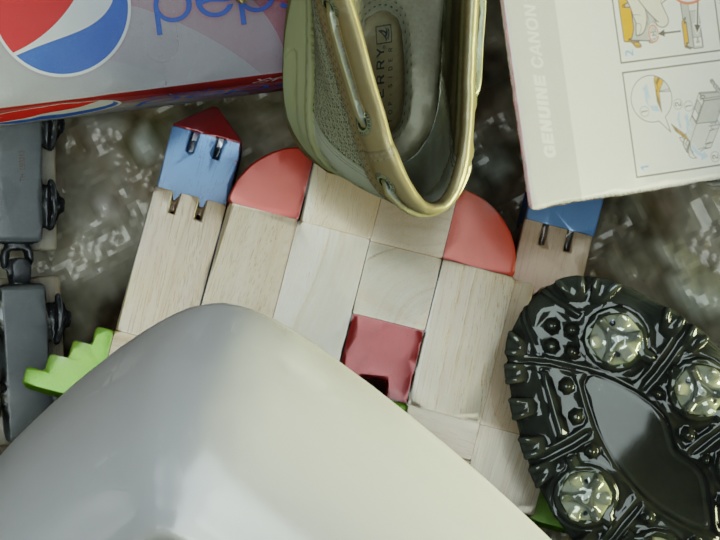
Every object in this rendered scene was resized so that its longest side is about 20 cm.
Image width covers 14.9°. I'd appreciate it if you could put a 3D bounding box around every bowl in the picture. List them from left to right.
[{"bbox_3d":[-0.039,0.127,0.893,0.200,0.075,0.200,41,127,-9],"label":"bowl"}]

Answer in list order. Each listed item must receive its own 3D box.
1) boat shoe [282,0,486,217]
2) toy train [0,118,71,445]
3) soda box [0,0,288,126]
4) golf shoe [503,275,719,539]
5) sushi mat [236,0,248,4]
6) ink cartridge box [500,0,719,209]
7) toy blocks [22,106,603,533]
[{"bbox_3d":[0.009,-0.117,0.842,0.073,0.063,0.201,-9,113,-25],"label":"boat shoe"},{"bbox_3d":[-0.122,-0.032,0.960,0.034,0.046,0.200,-2,90,-17],"label":"toy train"},{"bbox_3d":[-0.075,-0.087,0.913,0.200,0.070,0.064,-9,89,-16],"label":"soda box"},{"bbox_3d":[0.117,0.080,0.918,0.077,0.088,0.200,-42,101,5],"label":"golf shoe"},{"bbox_3d":[0.008,-0.172,0.914,0.200,0.012,0.096,-35,81,-23],"label":"sushi mat"},{"bbox_3d":[0.114,-0.128,0.916,0.176,0.045,0.200,-8,92,-19],"label":"ink cartridge box"},{"bbox_3d":[0.000,0.000,0.939,0.200,0.100,0.137,14,82,-2],"label":"toy blocks"}]
